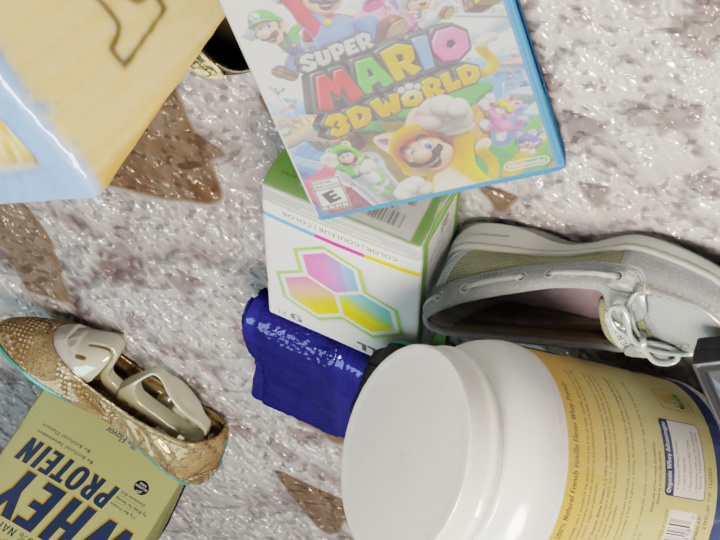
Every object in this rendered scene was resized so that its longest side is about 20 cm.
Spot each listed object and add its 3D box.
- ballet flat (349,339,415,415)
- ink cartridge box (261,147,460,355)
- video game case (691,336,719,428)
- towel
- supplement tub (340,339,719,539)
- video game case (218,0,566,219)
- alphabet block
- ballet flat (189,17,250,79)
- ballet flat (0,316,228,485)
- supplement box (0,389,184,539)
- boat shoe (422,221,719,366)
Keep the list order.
[{"bbox_3d":[0.040,0.120,1.385,0.073,0.073,0.200,14,153,29],"label":"ballet flat"},{"bbox_3d":[0.000,0.000,1.353,0.103,0.060,0.201,23,151,13],"label":"ink cartridge box"},{"bbox_3d":[0.296,0.104,1.201,0.179,0.026,0.201,-7,130,29],"label":"video game case"},{"bbox_3d":[0.017,0.082,1.487,0.199,0.050,0.148,25,158,12],"label":"towel"},{"bbox_3d":[0.103,0.119,1.260,0.199,0.146,0.144,14,164,-33],"label":"supplement tub"},{"bbox_3d":[0.016,-0.109,1.140,0.142,0.018,0.201,-11,138,12],"label":"video game case"},{"bbox_3d":[-0.194,-0.169,1.132,0.194,0.201,0.197,0,138,46],"label":"alphabet block"},{"bbox_3d":[-0.051,-0.137,1.198,0.067,0.047,0.199,37,152,-25],"label":"ballet flat"},{"bbox_3d":[-0.181,0.083,1.677,0.199,0.071,0.065,34,124,-10],"label":"ballet flat"},{"bbox_3d":[-0.245,0.219,1.790,0.134,0.200,0.200,30,152,2],"label":"supplement box"},{"bbox_3d":[0.129,0.021,1.254,0.201,0.065,0.075,12,146,33],"label":"boat shoe"}]
